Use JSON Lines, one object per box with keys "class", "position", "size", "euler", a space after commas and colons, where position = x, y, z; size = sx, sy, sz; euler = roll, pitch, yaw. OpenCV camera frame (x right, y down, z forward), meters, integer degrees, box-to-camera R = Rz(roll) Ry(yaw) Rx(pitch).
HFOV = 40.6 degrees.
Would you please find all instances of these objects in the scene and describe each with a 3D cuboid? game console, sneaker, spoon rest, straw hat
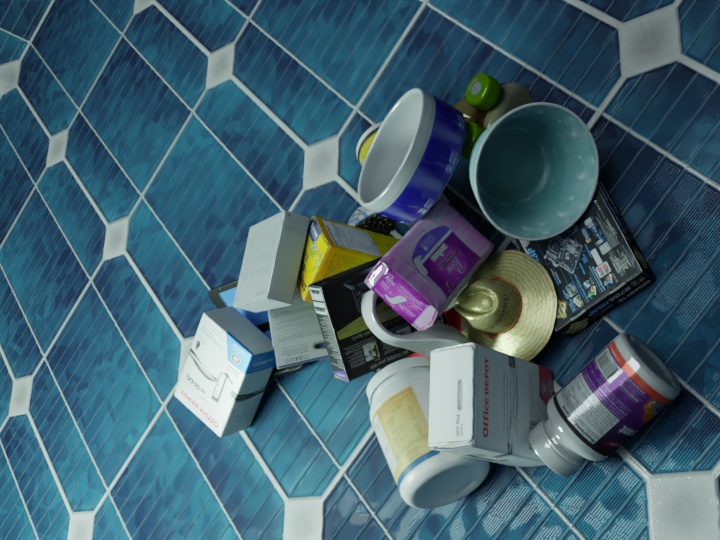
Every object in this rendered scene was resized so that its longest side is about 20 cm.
{"class": "game console", "position": [-0.200, 0.112, 1.861], "size": [0.200, 0.118, 0.171], "euler": [-20, 55, 38]}
{"class": "sneaker", "position": [0.017, -0.091, 1.714], "size": [0.200, 0.072, 0.073], "euler": [145, 131, -74]}
{"class": "spoon rest", "position": [0.087, 0.100, 1.495], "size": [0.099, 0.200, 0.061], "euler": [-33, 33, 58]}
{"class": "straw hat", "position": [0.195, 0.053, 1.485], "size": [0.201, 0.085, 0.202], "euler": [-16, 69, 49]}

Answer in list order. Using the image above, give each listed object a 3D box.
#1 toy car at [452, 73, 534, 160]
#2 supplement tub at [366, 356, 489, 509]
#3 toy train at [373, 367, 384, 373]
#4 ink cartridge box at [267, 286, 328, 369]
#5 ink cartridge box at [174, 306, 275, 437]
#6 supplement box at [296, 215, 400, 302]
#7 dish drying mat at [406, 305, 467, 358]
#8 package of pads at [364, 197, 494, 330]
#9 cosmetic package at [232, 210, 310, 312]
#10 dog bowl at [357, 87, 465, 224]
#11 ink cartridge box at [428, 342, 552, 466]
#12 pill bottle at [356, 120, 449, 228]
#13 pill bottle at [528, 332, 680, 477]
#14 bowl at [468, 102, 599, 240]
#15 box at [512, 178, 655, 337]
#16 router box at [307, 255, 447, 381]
{"class": "toy car", "position": [0.188, -0.225, 1.601], "size": [0.200, 0.164, 0.158], "euler": [6, 79, 54]}
{"class": "supplement tub", "position": [0.099, 0.249, 1.508], "size": [0.145, 0.144, 0.200], "euler": [-43, 49, 24]}
{"class": "toy train", "position": [0.041, 0.122, 1.625], "size": [0.034, 0.046, 0.201], "euler": [37, 139, 54]}
{"class": "ink cartridge box", "position": [-0.066, 0.073, 1.736], "size": [0.196, 0.043, 0.201], "euler": [-12, 61, 2]}
{"class": "ink cartridge box", "position": [-0.256, 0.193, 1.853], "size": [0.146, 0.084, 0.200], "euler": [36, 117, 27]}
{"class": "supplement box", "position": [0.000, 0.000, 1.632], "size": [0.110, 0.199, 0.109], "euler": [-64, 28, 22]}
{"class": "dish drying mat", "position": [0.151, 0.098, 1.605], "size": [0.200, 0.018, 0.077], "euler": [-31, 56, 32]}
{"class": "package of pads", "position": [0.109, -0.011, 1.481], "size": [0.120, 0.200, 0.076], "euler": [41, 139, 3]}
{"class": "cosmetic package", "position": [-0.156, -0.011, 1.670], "size": [0.200, 0.052, 0.151], "euler": [-13, 61, 66]}
{"class": "dog bowl", "position": [0.077, -0.176, 1.509], "size": [0.200, 0.079, 0.200], "euler": [-53, 23, 34]}
{"class": "ink cartridge box", "position": [0.190, 0.198, 1.401], "size": [0.085, 0.200, 0.146], "euler": [-13, 65, 40]}
{"class": "pill bottle", "position": [0.078, -0.164, 1.709], "size": [0.111, 0.111, 0.200], "euler": [-46, 49, 21]}
{"class": "pill bottle", "position": [0.328, 0.190, 1.336], "size": [0.200, 0.111, 0.112], "euler": [-48, 48, 21]}
{"class": "bowl", "position": [0.240, -0.152, 1.449], "size": [0.201, 0.200, 0.105], "euler": [-65, 22, 3]}
{"class": "box", "position": [0.328, -0.026, 1.463], "size": [0.159, 0.046, 0.200], "euler": [-40, 51, 27]}
{"class": "router box", "position": [0.033, 0.065, 1.540], "size": [0.052, 0.200, 0.158], "euler": [5, 113, 63]}
